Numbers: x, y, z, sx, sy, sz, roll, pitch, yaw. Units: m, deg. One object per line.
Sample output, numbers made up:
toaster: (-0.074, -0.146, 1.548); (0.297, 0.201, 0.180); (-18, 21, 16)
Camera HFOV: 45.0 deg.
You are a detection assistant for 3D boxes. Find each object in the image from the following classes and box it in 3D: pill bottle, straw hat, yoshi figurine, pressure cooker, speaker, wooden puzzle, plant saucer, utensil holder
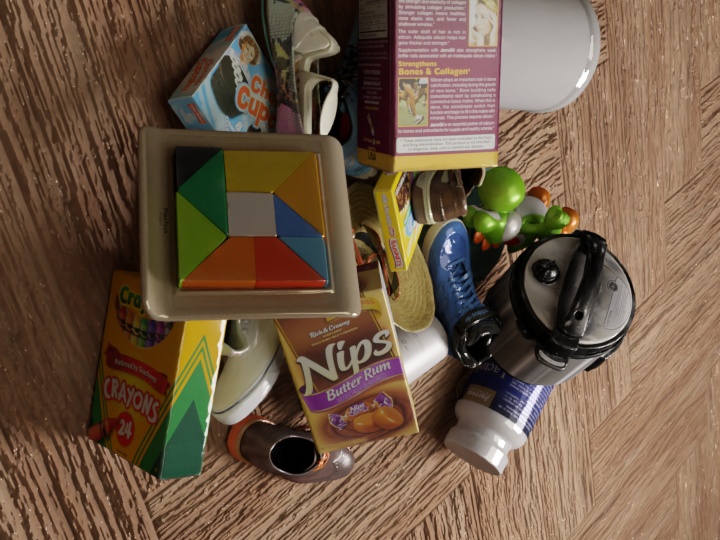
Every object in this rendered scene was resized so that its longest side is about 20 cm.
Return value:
pill bottle: (0.209, 0.189, 1.273); (0.201, 0.115, 0.116); (-58, 135, -19)
straw hat: (0.000, 0.000, 1.017); (0.201, 0.085, 0.202); (44, 31, -35)
yoshi figurine: (0.216, -0.090, 1.166); (0.199, 0.112, 0.113); (-3, 78, -48)
pressure cooker: (0.264, 0.051, 1.159); (0.178, 0.200, 0.177); (-15, 69, -20)
speaker: (0.021, 0.122, 1.082); (0.200, 0.081, 0.082); (-31, 122, -38)
wooden puzzle: (-0.097, -0.047, 0.781); (0.199, 0.037, 0.186); (2, 67, -21)
plant saucer: (0.151, -0.059, 1.206); (0.199, 0.036, 0.201); (-15, 111, -44)
utensil holder: (0.170, -0.280, 1.072); (0.199, 0.169, 0.171); (-10, 108, -42)

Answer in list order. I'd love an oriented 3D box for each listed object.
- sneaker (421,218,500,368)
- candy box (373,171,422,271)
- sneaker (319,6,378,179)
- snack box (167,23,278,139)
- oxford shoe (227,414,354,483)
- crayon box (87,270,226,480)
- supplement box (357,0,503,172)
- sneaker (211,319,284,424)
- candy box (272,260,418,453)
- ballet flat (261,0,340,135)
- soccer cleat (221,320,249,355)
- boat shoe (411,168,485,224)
sneaker: (0.135, 0.034, 1.120); (0.076, 0.111, 0.201); (-18, 124, -28)
candy box: (0.055, -0.092, 1.035); (0.200, 0.026, 0.103); (-66, 150, -57)
sneaker: (-0.002, -0.206, 0.975); (0.090, 0.078, 0.201); (4, 97, -44)
snack box: (-0.106, -0.134, 0.892); (0.200, 0.037, 0.117); (58, 43, -38)
oxford shoe: (-0.065, 0.223, 1.023); (0.200, 0.072, 0.072); (23, 83, -47)
crayon box: (-0.189, 0.078, 0.815); (0.051, 0.127, 0.201); (6, 95, -48)
supplement box: (0.070, -0.210, 0.921); (0.130, 0.103, 0.201); (-4, 104, -21)
sneaker: (-0.117, 0.066, 0.939); (0.071, 0.073, 0.201); (44, 59, -34)
candy box: (-0.014, 0.096, 0.918); (0.116, 0.057, 0.201); (-13, 122, 4)
ballet flat: (-0.055, -0.195, 0.876); (0.069, 0.071, 0.201); (-2, 88, -60)
soccer cleat: (-0.146, -0.009, 0.867); (0.068, 0.085, 0.201); (-16, 112, -43)
boat shoe: (0.118, -0.115, 1.071); (0.203, 0.074, 0.075); (-68, 149, -53)
